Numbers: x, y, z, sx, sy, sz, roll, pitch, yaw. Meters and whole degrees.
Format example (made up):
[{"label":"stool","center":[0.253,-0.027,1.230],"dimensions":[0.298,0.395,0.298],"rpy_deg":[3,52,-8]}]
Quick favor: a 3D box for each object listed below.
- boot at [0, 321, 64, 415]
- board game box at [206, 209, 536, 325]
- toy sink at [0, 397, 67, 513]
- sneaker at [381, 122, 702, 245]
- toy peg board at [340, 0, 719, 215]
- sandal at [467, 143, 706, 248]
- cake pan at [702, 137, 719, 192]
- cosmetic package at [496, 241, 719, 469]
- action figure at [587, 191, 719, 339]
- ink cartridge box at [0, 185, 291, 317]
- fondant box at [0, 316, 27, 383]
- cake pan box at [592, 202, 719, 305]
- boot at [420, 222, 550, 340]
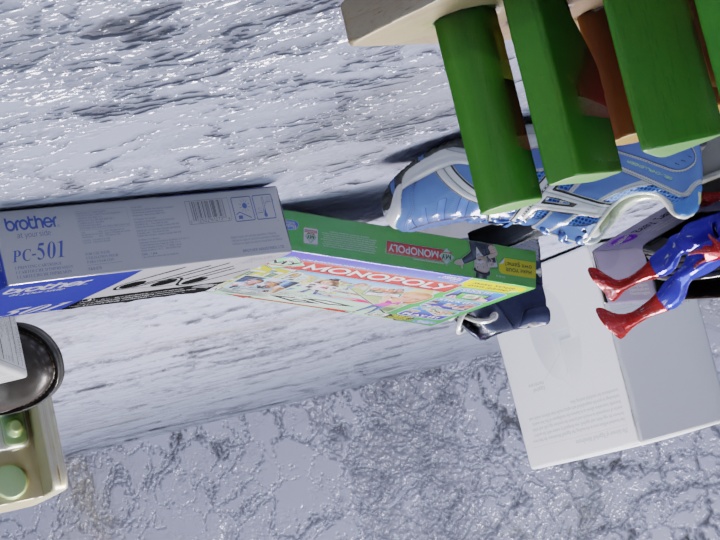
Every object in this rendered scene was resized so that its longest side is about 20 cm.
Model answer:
[{"label":"boot","center":[-0.331,0.105,1.549],"dimensions":[0.200,0.069,0.174],"rpy_deg":[-14,-170,23]},{"label":"board game box","center":[0.000,0.000,1.447],"dimensions":[0.200,0.029,0.135],"rpy_deg":[9,164,-28]},{"label":"toy sink","center":[-0.325,0.139,1.783],"dimensions":[0.112,0.131,0.200],"rpy_deg":[-11,174,-19]},{"label":"sneaker","center":[0.107,-0.049,1.256],"dimensions":[0.200,0.077,0.076],"rpy_deg":[-14,176,20]},{"label":"toy peg board","center":[0.135,-0.092,0.836],"dimensions":[0.199,0.098,0.200],"rpy_deg":[-7,172,-42]},{"label":"sandal","center":[0.149,-0.063,1.431],"dimensions":[0.076,0.043,0.200],"rpy_deg":[-18,171,-47]},{"label":"cake pan","center":[0.314,-0.091,1.494],"dimensions":[0.200,0.037,0.200],"rpy_deg":[-13,173,-2]},{"label":"cosmetic package","center":[0.246,0.082,2.148],"dimensions":[0.123,0.200,0.199],"rpy_deg":[-10,173,-30]},{"label":"action figure","center":[0.249,-0.025,1.472],"dimensions":[0.200,0.065,0.052],"rpy_deg":[-30,125,23]},{"label":"ink cartridge box","center":[-0.146,-0.009,1.224],"dimensions":[0.200,0.044,0.094],"rpy_deg":[-7,170,-42]},{"label":"fondant box","center":[-0.307,0.054,1.391],"dimensions":[0.144,0.058,0.200],"rpy_deg":[-13,173,-1]},{"label":"cake pan box","center":[0.299,-0.031,1.593],"dimensions":[0.200,0.052,0.184],"rpy_deg":[-28,-166,-39]},{"label":"boot","center":[0.078,0.010,1.651],"dimensions":[0.200,0.091,0.073],"rpy_deg":[-7,171,-45]}]
